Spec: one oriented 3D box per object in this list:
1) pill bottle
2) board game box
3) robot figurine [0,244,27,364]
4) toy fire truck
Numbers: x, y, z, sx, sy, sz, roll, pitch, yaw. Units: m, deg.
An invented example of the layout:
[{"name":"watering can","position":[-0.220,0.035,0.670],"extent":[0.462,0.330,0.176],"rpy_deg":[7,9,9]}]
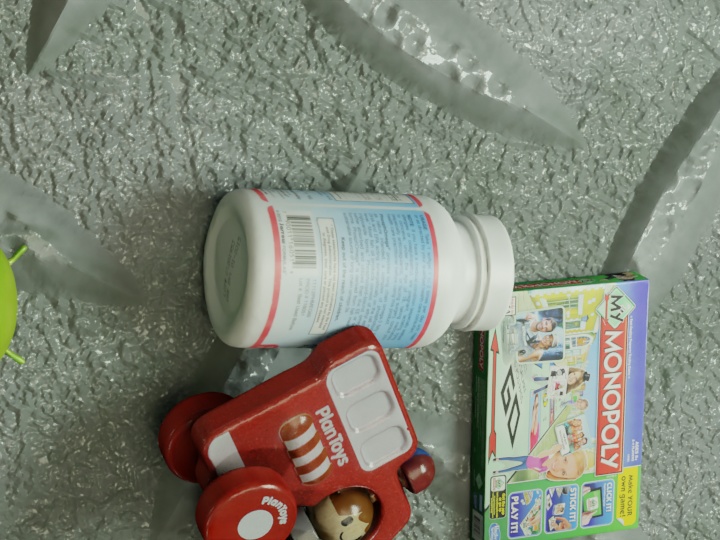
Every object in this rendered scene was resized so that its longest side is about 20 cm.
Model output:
[{"name":"pill bottle","position":[0.000,0.000,1.482],"extent":[0.200,0.109,0.109],"rpy_deg":[2,102,-23]},{"name":"board game box","position":[0.150,0.105,1.614],"extent":[0.134,0.029,0.200],"rpy_deg":[-5,105,-21]},{"name":"robot figurine","position":[-0.309,0.021,1.354],"extent":[0.200,0.116,0.176],"rpy_deg":[1,98,-23]},{"name":"toy fire truck","position":[-0.033,0.147,1.477],"extent":[0.168,0.112,0.200],"rpy_deg":[-27,129,-6]}]
